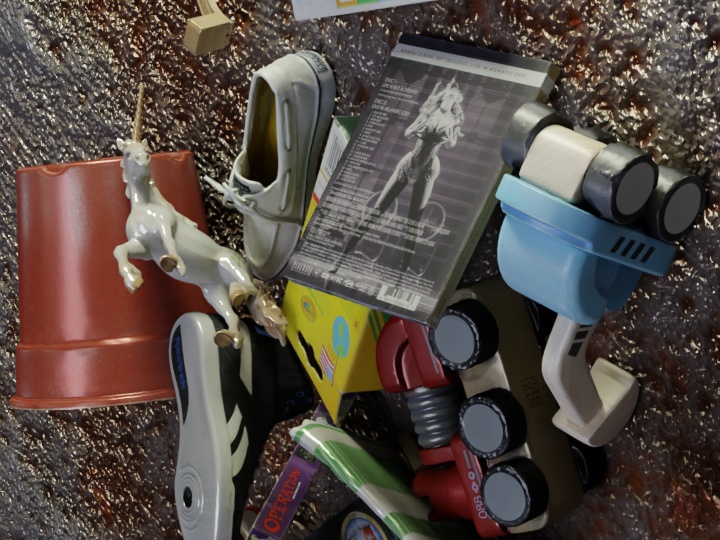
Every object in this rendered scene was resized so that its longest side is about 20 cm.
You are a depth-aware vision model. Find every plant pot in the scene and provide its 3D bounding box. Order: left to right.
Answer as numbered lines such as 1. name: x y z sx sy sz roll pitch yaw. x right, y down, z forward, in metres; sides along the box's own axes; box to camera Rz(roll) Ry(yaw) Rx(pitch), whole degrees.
1. plant pot: -0.200 0.004 1.810 0.200 0.200 0.196 -1 96 50

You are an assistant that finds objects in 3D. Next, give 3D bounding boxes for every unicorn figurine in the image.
1. unicorn figurine: -0.139 -0.021 1.694 0.074 0.137 0.200 -32 117 13

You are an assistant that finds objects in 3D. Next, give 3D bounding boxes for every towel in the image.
1. towel: 0.042 0.189 1.616 0.023 0.152 0.200 -48 63 8

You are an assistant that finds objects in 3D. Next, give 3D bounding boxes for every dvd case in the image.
1. dvd case: 0.041 -0.066 1.524 0.148 0.016 0.200 17 78 45

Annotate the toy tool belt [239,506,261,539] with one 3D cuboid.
1. toy tool belt: -0.078 0.275 1.747 0.200 0.123 0.125 43 134 31

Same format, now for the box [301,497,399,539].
1. box: 0.011 0.276 1.774 0.200 0.044 0.161 -41 73 49

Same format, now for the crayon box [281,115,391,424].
1. crayon box: 0.000 0.000 1.642 0.127 0.051 0.200 60 144 42

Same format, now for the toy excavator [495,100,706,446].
1. toy excavator: 0.145 0.010 1.450 0.100 0.194 0.200 31 99 38

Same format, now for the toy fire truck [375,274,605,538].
1. toy fire truck: 0.066 0.105 1.599 0.200 0.129 0.177 -17 91 41

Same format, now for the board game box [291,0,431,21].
1. board game box: 0.014 -0.255 1.560 0.200 0.034 0.135 -1 104 50

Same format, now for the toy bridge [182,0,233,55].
1. toy bridge: -0.168 -0.238 1.755 0.200 0.067 0.027 39 131 31

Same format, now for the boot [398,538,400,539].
1. boot: 0.065 0.274 1.584 0.154 0.204 0.074 39 102 2

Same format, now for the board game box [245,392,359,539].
1. board game box: -0.056 0.172 1.699 0.032 0.200 0.120 25 131 4

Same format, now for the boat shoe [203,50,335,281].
1. boat shoe: -0.078 -0.072 1.702 0.075 0.086 0.202 41 132 32

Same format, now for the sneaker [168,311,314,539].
1. sneaker: -0.084 0.132 1.715 0.073 0.112 0.201 -20 71 54
